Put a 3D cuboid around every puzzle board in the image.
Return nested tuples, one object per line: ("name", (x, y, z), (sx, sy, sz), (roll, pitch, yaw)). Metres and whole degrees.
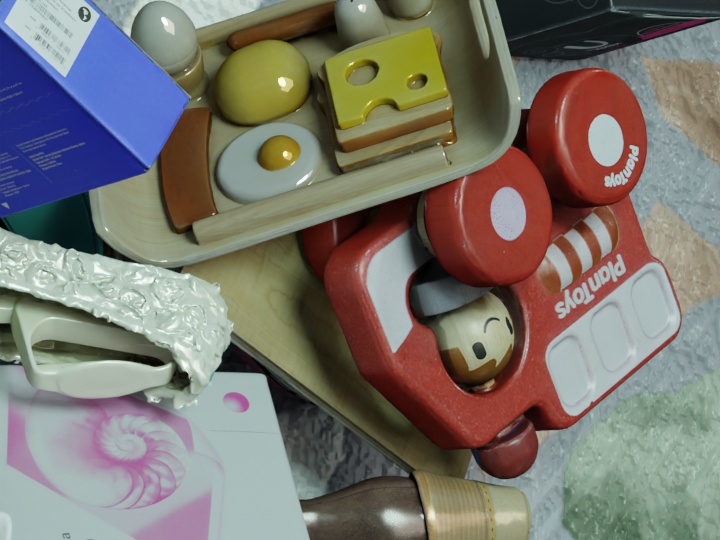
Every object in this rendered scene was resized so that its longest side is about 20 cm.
("puzzle board", (0.000, 0.000, 1.253), (0.200, 0.017, 0.151), (39, 57, -31))

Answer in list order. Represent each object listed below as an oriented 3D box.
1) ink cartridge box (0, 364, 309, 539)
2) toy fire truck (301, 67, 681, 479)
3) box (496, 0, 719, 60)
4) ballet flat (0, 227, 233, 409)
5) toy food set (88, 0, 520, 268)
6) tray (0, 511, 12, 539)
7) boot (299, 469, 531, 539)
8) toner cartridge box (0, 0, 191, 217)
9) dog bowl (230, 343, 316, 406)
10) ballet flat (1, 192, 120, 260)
("ink cartridge box", (-0.117, 0.126, 1.104), (0.199, 0.043, 0.197), (3, 47, -23))
("toy fire truck", (0.073, 0.005, 1.234), (0.200, 0.112, 0.169), (-37, 111, -40))
("box", (0.121, -0.228, 1.430), (0.106, 0.122, 0.201), (-2, 83, -42))
("ballet flat", (-0.153, 0.019, 1.121), (0.199, 0.072, 0.072), (9, 73, -9))
("toy food set", (-0.032, -0.093, 1.167), (0.061, 0.199, 0.144), (67, 8, -47))
("tray", (-0.199, 0.182, 1.008), (0.107, 0.022, 0.201), (4, 52, -5))
("boot", (-0.008, 0.183, 1.271), (0.165, 0.072, 0.201), (-3, 125, -14))
("toner cartridge box", (-0.171, -0.069, 1.087), (0.095, 0.199, 0.043), (46, 55, -26))
("dog bowl", (0.000, -0.017, 1.315), (0.199, 0.074, 0.202), (10, 75, -41))
("ballet flat", (-0.160, -0.089, 1.194), (0.201, 0.068, 0.067), (61, 36, -16))
